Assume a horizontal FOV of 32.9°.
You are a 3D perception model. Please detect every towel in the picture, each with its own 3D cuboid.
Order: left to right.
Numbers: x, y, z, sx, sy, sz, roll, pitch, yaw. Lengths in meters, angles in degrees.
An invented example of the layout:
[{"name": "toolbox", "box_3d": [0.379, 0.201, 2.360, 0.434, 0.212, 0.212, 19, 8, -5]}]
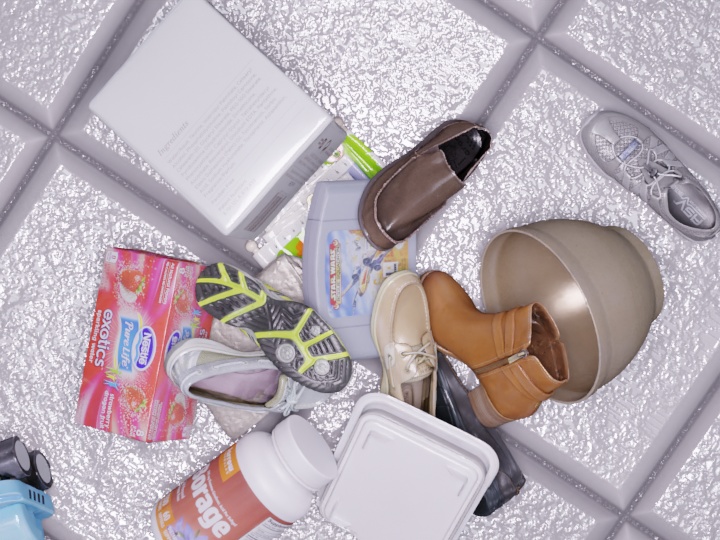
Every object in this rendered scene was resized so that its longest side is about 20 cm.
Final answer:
[{"name": "towel", "box_3d": [-0.113, 0.085, 1.393, 0.200, 0.034, 0.133, -39, 94, 9]}]

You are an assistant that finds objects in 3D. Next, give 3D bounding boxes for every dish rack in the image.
[{"name": "dish rack", "box_3d": [0.045, 0.244, 1.358, 0.171, 0.044, 0.200, 25, 125, 3]}]

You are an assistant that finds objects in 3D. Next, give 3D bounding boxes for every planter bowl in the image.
[{"name": "planter bowl", "box_3d": [0.243, 0.029, 1.330, 0.134, 0.200, 0.201, -22, 95, -25]}]

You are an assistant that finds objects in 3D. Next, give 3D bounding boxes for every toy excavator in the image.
[{"name": "toy excavator", "box_3d": [-0.387, 0.312, 1.377, 0.100, 0.195, 0.201, -19, 67, 1]}]

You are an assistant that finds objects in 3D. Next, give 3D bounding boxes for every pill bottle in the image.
[{"name": "pill bottle", "box_3d": [-0.128, 0.252, 1.360, 0.200, 0.112, 0.112, -38, 94, 13]}]

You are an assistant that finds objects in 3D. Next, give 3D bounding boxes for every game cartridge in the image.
[{"name": "game cartridge", "box_3d": [0.000, 0.000, 1.346, 0.133, 0.041, 0.201, -6, 99, -35]}]

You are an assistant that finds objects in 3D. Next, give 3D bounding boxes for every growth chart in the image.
[{"name": "growth chart", "box_3d": [-0.032, -0.052, 1.395, 0.145, 0.018, 0.200, 37, 95, -4]}]

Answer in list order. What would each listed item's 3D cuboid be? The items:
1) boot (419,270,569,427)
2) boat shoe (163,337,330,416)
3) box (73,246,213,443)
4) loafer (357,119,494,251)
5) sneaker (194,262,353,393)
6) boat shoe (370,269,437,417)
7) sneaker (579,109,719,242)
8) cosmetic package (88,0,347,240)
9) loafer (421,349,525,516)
[{"name": "boot", "box_3d": [0.146, 0.063, 1.323, 0.074, 0.155, 0.200, -23, 77, -31]}, {"name": "boat shoe", "box_3d": [-0.114, 0.123, 1.317, 0.202, 0.065, 0.075, 17, 112, -36]}, {"name": "box", "box_3d": [-0.233, 0.081, 1.344, 0.099, 0.095, 0.201, 11, 90, 24]}, {"name": "loafer", "box_3d": [0.072, -0.102, 1.320, 0.073, 0.071, 0.200, 49, 63, -18]}, {"name": "sneaker", "box_3d": [-0.083, 0.057, 1.312, 0.200, 0.076, 0.076, 38, 97, 15]}, {"name": "boat shoe", "box_3d": [0.057, 0.097, 1.335, 0.072, 0.065, 0.201, -15, 118, -29]}, {"name": "sneaker", "box_3d": [0.333, -0.109, 1.357, 0.200, 0.082, 0.075, 38, 94, -3]}, {"name": "cosmetic package", "box_3d": [-0.146, -0.159, 1.300, 0.200, 0.167, 0.166, 43, 93, 3]}, {"name": "loafer", "box_3d": [0.122, 0.178, 1.399, 0.072, 0.073, 0.201, -22, 89, -30]}]
